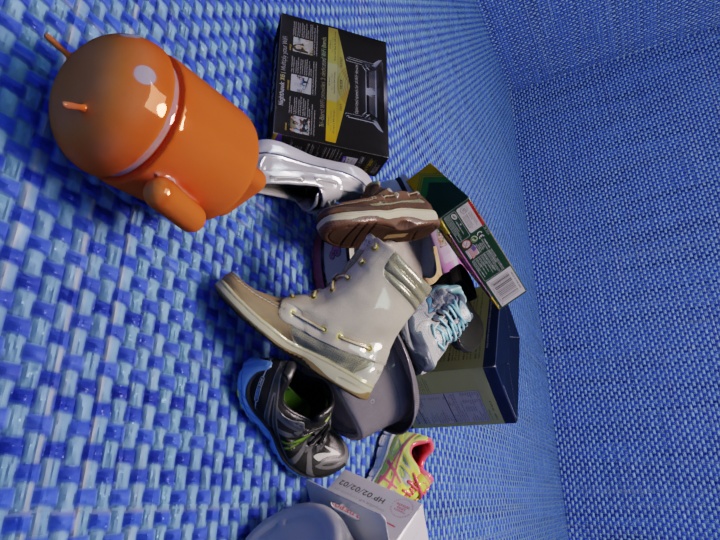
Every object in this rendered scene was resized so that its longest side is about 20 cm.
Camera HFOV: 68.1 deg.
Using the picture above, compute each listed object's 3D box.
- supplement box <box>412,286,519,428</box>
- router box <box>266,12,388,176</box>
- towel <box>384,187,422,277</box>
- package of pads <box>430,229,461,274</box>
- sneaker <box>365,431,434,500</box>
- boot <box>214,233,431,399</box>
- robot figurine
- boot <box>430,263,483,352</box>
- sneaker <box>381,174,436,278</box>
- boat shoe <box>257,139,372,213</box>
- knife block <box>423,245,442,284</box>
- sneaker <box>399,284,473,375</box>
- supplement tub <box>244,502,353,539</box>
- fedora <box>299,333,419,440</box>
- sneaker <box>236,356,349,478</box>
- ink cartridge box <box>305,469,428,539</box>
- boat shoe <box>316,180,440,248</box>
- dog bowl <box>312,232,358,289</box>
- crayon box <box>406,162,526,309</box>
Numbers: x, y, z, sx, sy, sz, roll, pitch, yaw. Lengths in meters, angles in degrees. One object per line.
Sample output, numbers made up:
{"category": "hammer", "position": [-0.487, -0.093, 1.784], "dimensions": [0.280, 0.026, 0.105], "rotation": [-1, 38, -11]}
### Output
{"category": "supplement box", "position": [0.159, 0.149, 0.922], "dimensions": [0.135, 0.198, 0.201], "rotation": [63, 29, -29]}
{"category": "router box", "position": [-0.043, -0.239, 0.728], "dimensions": [0.156, 0.052, 0.202], "rotation": [8, 67, -19]}
{"category": "towel", "position": [0.054, -0.011, 0.795], "dimensions": [0.132, 0.034, 0.201], "rotation": [39, 47, -52]}
{"category": "package of pads", "position": [0.165, -0.089, 1.136], "dimensions": [0.121, 0.075, 0.201], "rotation": [-128, -165, -67]}
{"category": "sneaker", "position": [0.059, 0.316, 0.775], "dimensions": [0.078, 0.090, 0.201], "rotation": [63, 31, -34]}
{"category": "boot", "position": [-0.036, 0.022, 0.569], "dimensions": [0.199, 0.072, 0.155], "rotation": [35, 81, -8]}
{"category": "robot figurine", "position": [-0.164, -0.113, 0.448], "dimensions": [0.200, 0.116, 0.145], "rotation": [29, 73, -58]}
{"category": "boot", "position": [0.103, 0.084, 0.860], "dimensions": [0.069, 0.173, 0.201], "rotation": [50, 26, -23]}
{"category": "sneaker", "position": [0.074, -0.069, 0.923], "dimensions": [0.077, 0.080, 0.201], "rotation": [79, -8, -63]}
{"category": "boat shoe", "position": [-0.063, -0.106, 0.687], "dimensions": [0.199, 0.073, 0.066], "rotation": [8, 70, -39]}
{"category": "knife block", "position": [0.103, 0.012, 1.023], "dimensions": [0.175, 0.064, 0.202], "rotation": [-20, 98, -64]}
{"category": "sneaker", "position": [0.100, 0.062, 0.693], "dimensions": [0.200, 0.086, 0.078], "rotation": [-63, 135, -66]}
{"category": "supplement tub", "position": [-0.036, 0.344, 0.526], "dimensions": [0.201, 0.122, 0.123], "rotation": [68, 27, -22]}
{"category": "fedora", "position": [-0.016, 0.126, 0.656], "dimensions": [0.090, 0.176, 0.201], "rotation": [-26, 102, -33]}
{"category": "sneaker", "position": [-0.060, 0.169, 0.592], "dimensions": [0.071, 0.082, 0.200], "rotation": [-73, 145, -45]}
{"category": "ink cartridge box", "position": [0.016, 0.311, 0.607], "dimensions": [0.068, 0.115, 0.201], "rotation": [-34, 122, -44]}
{"category": "boat shoe", "position": [0.017, -0.078, 0.702], "dimensions": [0.201, 0.075, 0.075], "rotation": [-4, 66, -46]}
{"category": "dog bowl", "position": [0.000, 0.000, 0.799], "dimensions": [0.200, 0.073, 0.202], "rotation": [35, 49, -55]}
{"category": "crayon box", "position": [0.168, -0.059, 0.860], "dimensions": [0.200, 0.058, 0.173], "rotation": [51, 9, -29]}
